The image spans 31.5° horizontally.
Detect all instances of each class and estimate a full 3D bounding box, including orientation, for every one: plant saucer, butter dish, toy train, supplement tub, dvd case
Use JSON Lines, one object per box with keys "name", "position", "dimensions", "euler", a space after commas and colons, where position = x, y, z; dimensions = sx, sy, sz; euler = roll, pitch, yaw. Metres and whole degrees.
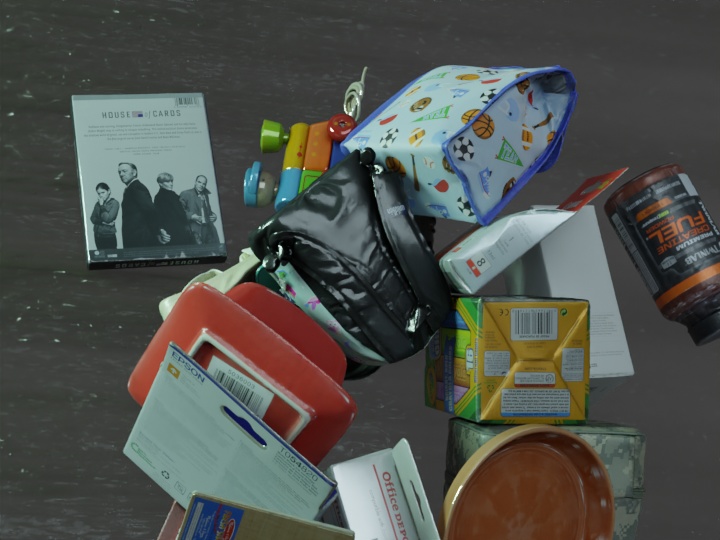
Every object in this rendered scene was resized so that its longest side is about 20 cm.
{"name": "plant saucer", "position": [0.151, 0.240, 1.180], "dimensions": [0.199, 0.032, 0.202], "euler": [-5, 99, -29]}
{"name": "butter dish", "position": [-0.096, 0.095, 1.258], "dimensions": [0.199, 0.200, 0.148], "euler": [38, 41, 0]}
{"name": "toy train", "position": [-0.061, -0.149, 1.430], "dimensions": [0.114, 0.085, 0.202], "euler": [7, 64, 1]}
{"name": "supplement tub", "position": [0.373, -0.016, 1.483], "dimensions": [0.106, 0.107, 0.201], "euler": [-20, 74, -24]}
{"name": "dvd case", "position": [-0.230, -0.100, 1.380], "dimensions": [0.149, 0.025, 0.202], "euler": [-3, 67, -18]}

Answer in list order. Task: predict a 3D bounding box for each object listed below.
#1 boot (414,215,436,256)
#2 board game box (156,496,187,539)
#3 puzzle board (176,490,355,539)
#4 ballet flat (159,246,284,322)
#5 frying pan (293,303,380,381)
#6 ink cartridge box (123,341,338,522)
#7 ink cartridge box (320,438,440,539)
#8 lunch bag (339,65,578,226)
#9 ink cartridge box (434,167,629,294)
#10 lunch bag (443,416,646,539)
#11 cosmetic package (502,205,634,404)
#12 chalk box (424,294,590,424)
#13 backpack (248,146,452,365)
{"name": "boot", "position": [0.071, -0.061, 1.433], "dimensions": [0.198, 0.069, 0.176], "euler": [8, 70, -23]}
{"name": "board game box", "position": [-0.169, 0.325, 1.209], "dimensions": [0.102, 0.019, 0.201], "euler": [24, 62, -4]}
{"name": "puzzle board", "position": [-0.106, 0.298, 1.146], "dimensions": [0.149, 0.202, 0.017], "euler": [17, 19, -9]}
{"name": "ballet flat", "position": [-0.125, 0.010, 1.345], "dimensions": [0.199, 0.070, 0.070], "euler": [-31, 78, -25]}
{"name": "frying pan", "position": [-0.031, 0.037, 1.375], "dimensions": [0.114, 0.031, 0.191], "euler": [3, 56, -21]}
{"name": "ink cartridge box", "position": [-0.117, 0.172, 1.176], "dimensions": [0.199, 0.200, 0.041], "euler": [40, 48, 8]}
{"name": "ink cartridge box", "position": [0.002, 0.243, 1.196], "dimensions": [0.066, 0.200, 0.117], "euler": [-11, 69, -21]}
{"name": "lunch bag", "position": [0.112, -0.144, 1.333], "dimensions": [0.200, 0.169, 0.124], "euler": [-47, 124, -28]}
{"name": "ink cartridge box", "position": [0.164, -0.053, 1.301], "dimensions": [0.200, 0.162, 0.050], "euler": [-41, 93, -3]}
{"name": "lunch bag", "position": [0.179, 0.237, 1.291], "dimensions": [0.198, 0.139, 0.170], "euler": [3, 87, -16]}
{"name": "cosmetic package", "position": [0.223, 0.039, 1.411], "dimensions": [0.084, 0.108, 0.202], "euler": [-1, 68, -17]}
{"name": "chalk box", "position": [0.141, 0.088, 1.325], "dimensions": [0.124, 0.200, 0.125], "euler": [1, 89, -16]}
{"name": "backpack", "position": [0.000, 0.000, 1.295], "dimensions": [0.167, 0.127, 0.200], "euler": [-40, 96, -12]}
